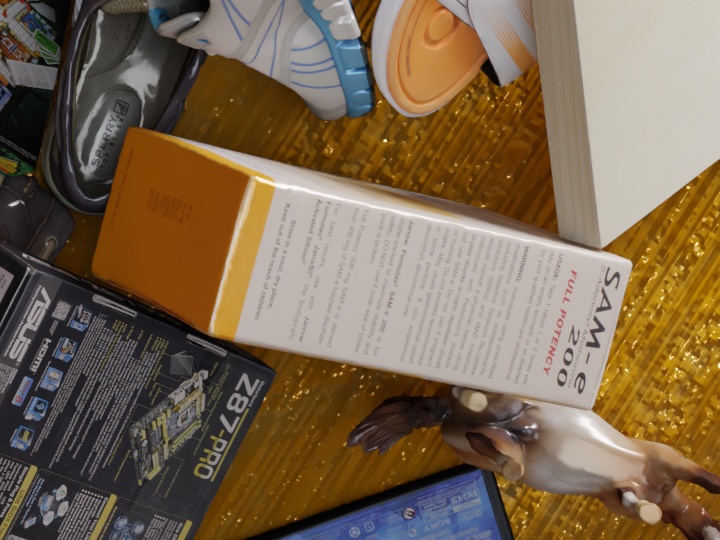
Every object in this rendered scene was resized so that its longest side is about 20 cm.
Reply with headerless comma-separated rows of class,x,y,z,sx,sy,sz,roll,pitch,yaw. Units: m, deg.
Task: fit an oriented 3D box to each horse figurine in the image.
horse figurine,0.092,0.086,1.338,0.200,0.133,0.050,18,90,-6

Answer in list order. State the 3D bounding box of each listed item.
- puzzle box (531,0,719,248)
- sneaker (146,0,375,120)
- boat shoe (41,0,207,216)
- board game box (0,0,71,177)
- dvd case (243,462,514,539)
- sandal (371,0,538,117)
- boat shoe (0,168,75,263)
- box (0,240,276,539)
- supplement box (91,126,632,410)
puzzle box,0.150,-0.112,1.298,0.200,0.025,0.133,-35,128,-38
sneaker,-0.047,-0.118,1.259,0.087,0.200,0.075,-20,65,2
boat shoe,-0.094,-0.119,1.298,0.072,0.065,0.200,18,94,-13
board game box,-0.205,-0.129,1.228,0.200,0.023,0.105,34,57,-40
dvd case,0.023,0.205,1.389,0.143,0.018,0.200,-19,100,-9
sandal,0.088,-0.144,1.270,0.207,0.059,0.079,-47,142,3
boat shoe,-0.190,0.045,1.296,0.073,0.074,0.200,27,92,-13
box,-0.144,0.103,1.290,0.161,0.049,0.200,25,93,-42
supplement box,0.000,0.000,1.275,0.200,0.126,0.074,12,96,-31
